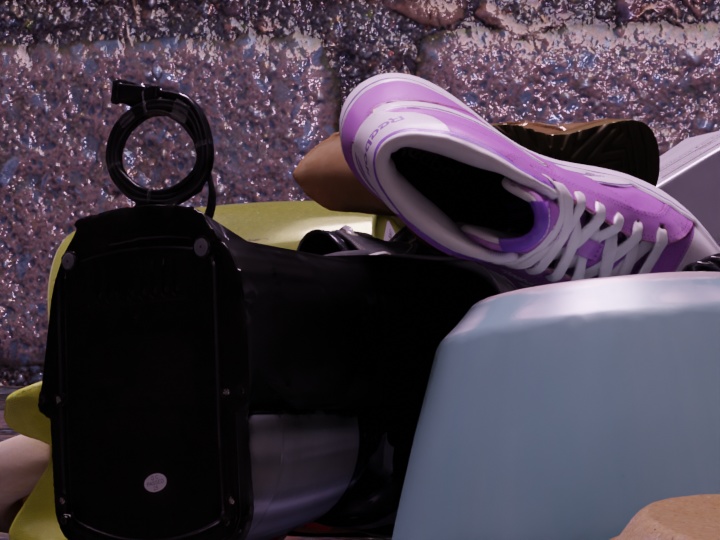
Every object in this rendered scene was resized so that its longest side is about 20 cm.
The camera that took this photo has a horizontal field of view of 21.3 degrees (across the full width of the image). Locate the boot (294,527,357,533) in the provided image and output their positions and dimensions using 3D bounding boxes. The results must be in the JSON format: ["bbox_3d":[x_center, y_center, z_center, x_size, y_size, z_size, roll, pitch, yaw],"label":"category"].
[{"bbox_3d":[-0.043,0.097,1.102,0.200,0.097,0.075,1,8,1],"label":"boot"}]

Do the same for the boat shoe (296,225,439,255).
[{"bbox_3d":[0.000,0.000,1.048,0.072,0.068,0.200,-35,1,27],"label":"boat shoe"}]

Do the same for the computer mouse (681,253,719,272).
[{"bbox_3d":[0.235,0.016,0.887,0.200,0.053,0.139,-27,-39,-13],"label":"computer mouse"}]

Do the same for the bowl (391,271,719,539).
[{"bbox_3d":[0.106,0.060,0.777,0.201,0.105,0.201,-5,-8,-1],"label":"bowl"}]

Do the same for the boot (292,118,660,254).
[{"bbox_3d":[0.033,-0.046,1.015,0.175,0.066,0.200,-7,8,-40],"label":"boot"}]

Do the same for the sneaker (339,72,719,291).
[{"bbox_3d":[0.084,-0.012,0.831,0.200,0.073,0.114,23,11,-15],"label":"sneaker"}]

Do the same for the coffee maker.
[{"bbox_3d":[-0.026,0.031,0.841,0.135,0.192,0.200,23,12,33],"label":"coffee maker"}]

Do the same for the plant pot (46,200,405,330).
[{"bbox_3d":[-0.062,0.032,1.204,0.200,0.187,0.187,-18,-8,19],"label":"plant pot"}]

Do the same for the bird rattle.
[{"bbox_3d":[-0.119,0.097,0.973,0.163,0.113,0.200,-18,-14,28],"label":"bird rattle"}]

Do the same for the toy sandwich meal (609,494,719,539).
[{"bbox_3d":[0.146,0.106,0.510,0.205,0.070,0.205,5,2,0],"label":"toy sandwich meal"}]

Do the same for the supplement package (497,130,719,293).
[{"bbox_3d":[0.157,0.037,1.050,0.200,0.156,0.111,-31,6,-11],"label":"supplement package"}]
